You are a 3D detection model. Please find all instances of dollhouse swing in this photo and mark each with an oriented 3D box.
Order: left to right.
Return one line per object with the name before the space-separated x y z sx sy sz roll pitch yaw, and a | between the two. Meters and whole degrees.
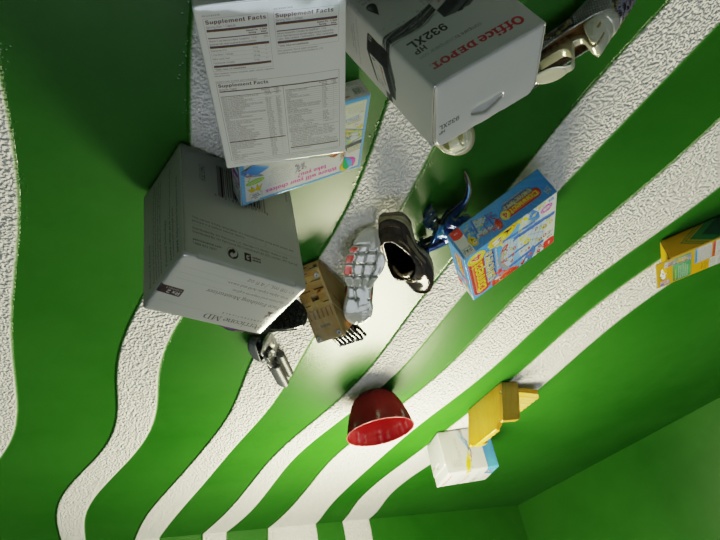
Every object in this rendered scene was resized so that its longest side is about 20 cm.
dollhouse swing | 0.461 0.468 1.880 0.171 0.185 0.201 22 136 -13

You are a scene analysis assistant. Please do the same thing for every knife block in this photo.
knife block | -0.053 0.063 1.213 0.062 0.206 0.176 -18 -168 18

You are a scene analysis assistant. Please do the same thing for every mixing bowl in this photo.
mixing bowl | 0.047 0.402 1.676 0.193 0.111 0.203 -9 146 -6

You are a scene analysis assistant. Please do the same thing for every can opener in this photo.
can opener | -0.206 0.202 1.371 0.065 0.054 0.202 15 150 16

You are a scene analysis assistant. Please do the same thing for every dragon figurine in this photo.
dragon figurine | 0.148 -0.082 1.074 0.096 0.060 0.202 -9 147 -8

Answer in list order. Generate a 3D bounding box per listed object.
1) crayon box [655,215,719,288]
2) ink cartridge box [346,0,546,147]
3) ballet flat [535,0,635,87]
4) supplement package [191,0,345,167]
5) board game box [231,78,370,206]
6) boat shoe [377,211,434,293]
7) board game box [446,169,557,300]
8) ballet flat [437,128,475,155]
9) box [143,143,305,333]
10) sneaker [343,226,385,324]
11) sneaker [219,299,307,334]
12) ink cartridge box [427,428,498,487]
crayon box | 0.758 -0.045 1.357 0.195 0.053 0.126 -26 144 15
ink cartridge box | 0.080 -0.254 0.648 0.142 0.202 0.085 -30 150 -11
ballet flat | 0.289 -0.305 0.806 0.196 0.074 0.072 -29 143 20
supplement package | -0.098 -0.250 0.664 0.145 0.156 0.203 -9 146 -8
board game box | -0.084 -0.176 0.829 0.195 0.035 0.136 -22 149 -22
boat shoe | 0.076 -0.015 1.066 0.072 0.075 0.201 -6 139 29
board game box | 0.259 -0.057 1.084 0.193 0.056 0.201 -36 153 0
ballet flat | 0.124 -0.213 0.877 0.068 0.071 0.199 -26 144 18
box | -0.203 -0.042 0.877 0.195 0.205 0.130 17 136 -38
sneaker | 0.000 0.000 1.138 0.074 0.083 0.205 10 120 -7
sneaker | -0.189 0.088 1.167 0.193 0.078 0.088 4 156 14
ink cartridge box | 0.358 0.659 2.116 0.193 0.150 0.148 -3 146 -15
